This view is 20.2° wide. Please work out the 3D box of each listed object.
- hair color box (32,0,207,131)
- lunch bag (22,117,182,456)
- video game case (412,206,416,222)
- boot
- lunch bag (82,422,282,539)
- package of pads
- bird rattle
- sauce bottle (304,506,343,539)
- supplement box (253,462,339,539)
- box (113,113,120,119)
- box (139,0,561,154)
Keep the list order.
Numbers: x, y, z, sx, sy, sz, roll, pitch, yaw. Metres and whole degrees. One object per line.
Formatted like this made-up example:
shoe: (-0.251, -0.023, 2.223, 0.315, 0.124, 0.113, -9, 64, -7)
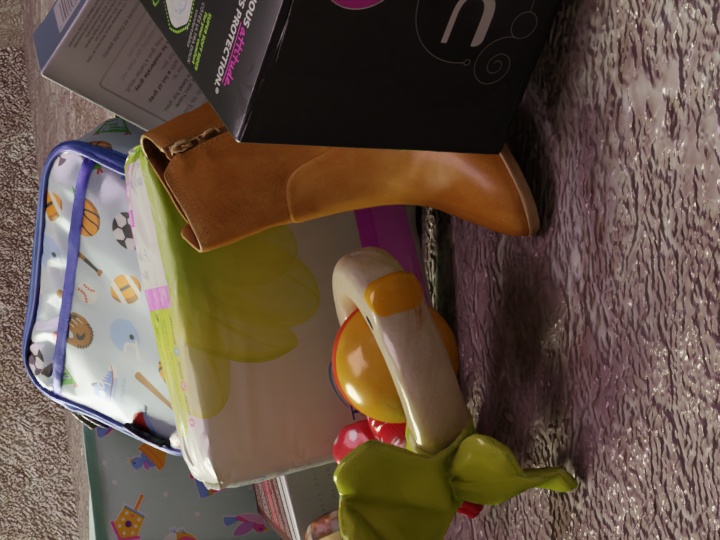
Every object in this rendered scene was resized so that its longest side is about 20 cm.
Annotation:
hair color box: (-0.079, -0.119, 1.176, 0.099, 0.200, 0.061, -54, 27, 17)
lunch bag: (-0.136, 0.014, 1.254, 0.076, 0.160, 0.201, -40, -31, -55)
video game case: (0.000, 0.000, 1.291, 0.200, 0.023, 0.183, -141, 50, -72)
boot: (-0.016, -0.042, 1.016, 0.201, 0.144, 0.071, 42, 155, 46)
lunch bag: (-0.116, 0.199, 1.495, 0.122, 0.169, 0.201, 121, 144, -79)
package of pads: (-0.043, 0.011, 1.129, 0.068, 0.154, 0.201, 172, 85, -73)
bird rattle: (0.030, 0.065, 1.010, 0.200, 0.112, 0.164, -116, 9, -81)
sauce bottle: (0.017, 0.237, 1.185, 0.066, 0.066, 0.201, 112, 146, -59)
supplement box: (-0.039, 0.120, 1.346, 0.200, 0.061, 0.109, -164, 60, -77)
box: (-0.086, -0.174, 1.282, 0.021, 0.200, 0.164, 30, 141, 24)
box: (-0.015, -0.160, 0.951, 0.200, 0.148, 0.125, 56, 134, 44)
